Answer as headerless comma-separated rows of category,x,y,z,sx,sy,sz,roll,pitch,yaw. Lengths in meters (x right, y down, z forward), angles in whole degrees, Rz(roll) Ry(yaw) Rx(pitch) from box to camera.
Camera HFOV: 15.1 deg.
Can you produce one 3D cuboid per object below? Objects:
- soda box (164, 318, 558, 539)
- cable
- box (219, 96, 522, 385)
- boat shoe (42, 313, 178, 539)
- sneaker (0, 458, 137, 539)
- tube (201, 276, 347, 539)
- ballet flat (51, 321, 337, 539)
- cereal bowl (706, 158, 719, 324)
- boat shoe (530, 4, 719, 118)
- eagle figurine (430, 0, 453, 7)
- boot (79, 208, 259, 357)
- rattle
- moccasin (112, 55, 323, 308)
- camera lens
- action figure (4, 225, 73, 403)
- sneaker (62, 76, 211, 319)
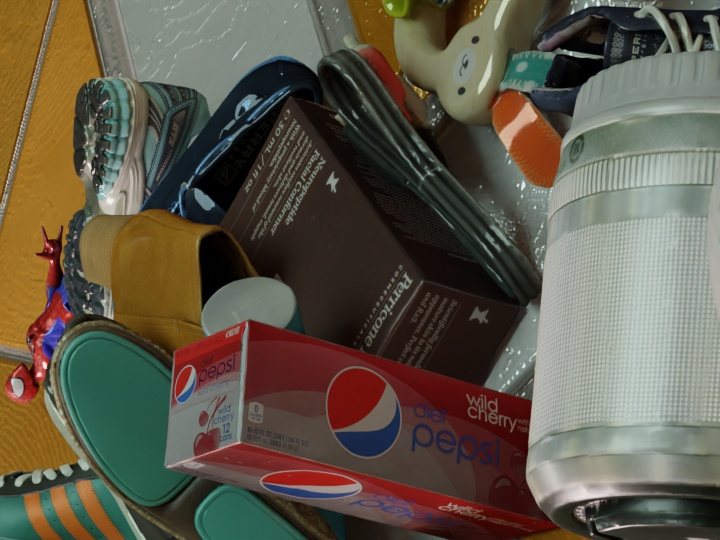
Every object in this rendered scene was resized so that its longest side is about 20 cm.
soda box,0.006,0.082,1.338,0.070,0.200,0.063,-22,58,49
cable,0.040,-0.063,1.454,0.050,0.097,0.200,-37,45,-11
box,0.000,0.000,1.500,0.100,0.075,0.200,-60,37,19
boat shoe,-0.100,0.106,1.474,0.201,0.072,0.061,44,147,21
sneaker,-0.151,0.131,1.554,0.200,0.071,0.080,7,96,15
tube,-0.037,0.092,1.452,0.077,0.050,0.200,-114,6,-49
ballet flat,-0.084,0.104,1.397,0.071,0.200,0.065,-40,9,3
cereal bowl,0.217,-0.001,1.076,0.083,0.200,0.200,-24,56,60
boat shoe,0.166,-0.093,1.278,0.200,0.093,0.075,-13,65,53
eagle figurine,0.117,-0.207,1.346,0.152,0.151,0.200,-23,60,53
boot,-0.092,0.061,1.540,0.144,0.071,0.201,15,126,55
rattle,0.037,-0.143,1.453,0.130,0.143,0.200,-33,44,26
moccasin,-0.088,-0.038,1.614,0.200,0.080,0.068,-65,19,3
camera lens,0.157,0.023,1.180,0.160,0.160,0.200,-15,64,52
action figure,-0.183,0.006,1.787,0.200,0.052,0.065,-62,39,21
sneaker,-0.133,-0.025,1.702,0.078,0.086,0.200,-126,38,-52
